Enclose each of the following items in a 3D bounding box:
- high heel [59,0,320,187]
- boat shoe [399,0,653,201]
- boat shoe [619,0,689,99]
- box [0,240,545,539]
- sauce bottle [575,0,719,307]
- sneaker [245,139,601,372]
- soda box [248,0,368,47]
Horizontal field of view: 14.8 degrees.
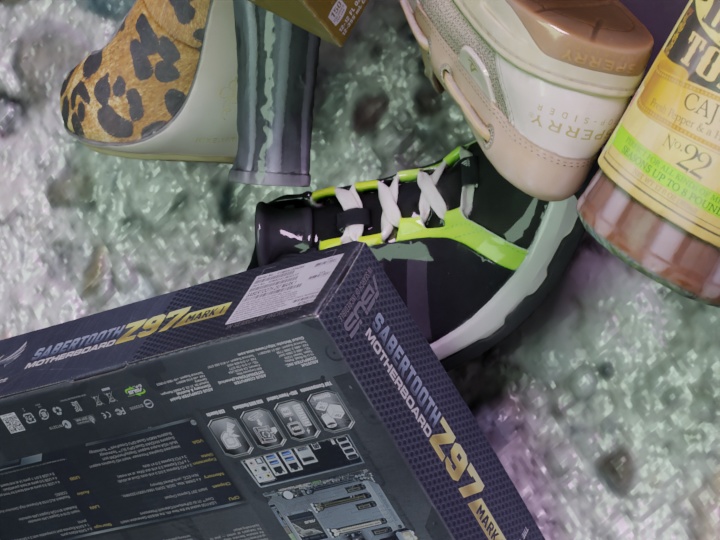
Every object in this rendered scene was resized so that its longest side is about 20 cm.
[{"bbox_3d":[-0.062,-0.112,1.058,0.200,0.071,0.143,15,102,60],"label":"high heel"},{"bbox_3d":[0.045,-0.085,0.961,0.200,0.072,0.065,-119,43,-62],"label":"boat shoe"},{"bbox_3d":[0.135,-0.046,0.938,0.072,0.065,0.201,-41,65,25],"label":"boat shoe"},{"bbox_3d":[-0.048,0.084,1.015,0.199,0.051,0.158,-15,117,34],"label":"box"},{"bbox_3d":[0.139,-0.087,0.861,0.065,0.065,0.201,36,107,31],"label":"sauce bottle"},{"bbox_3d":[0.000,0.000,1.006,0.200,0.083,0.072,-41,29,26],"label":"sneaker"},{"bbox_3d":[0.009,-0.182,0.929,0.064,0.068,0.201,27,83,24],"label":"soda box"}]
